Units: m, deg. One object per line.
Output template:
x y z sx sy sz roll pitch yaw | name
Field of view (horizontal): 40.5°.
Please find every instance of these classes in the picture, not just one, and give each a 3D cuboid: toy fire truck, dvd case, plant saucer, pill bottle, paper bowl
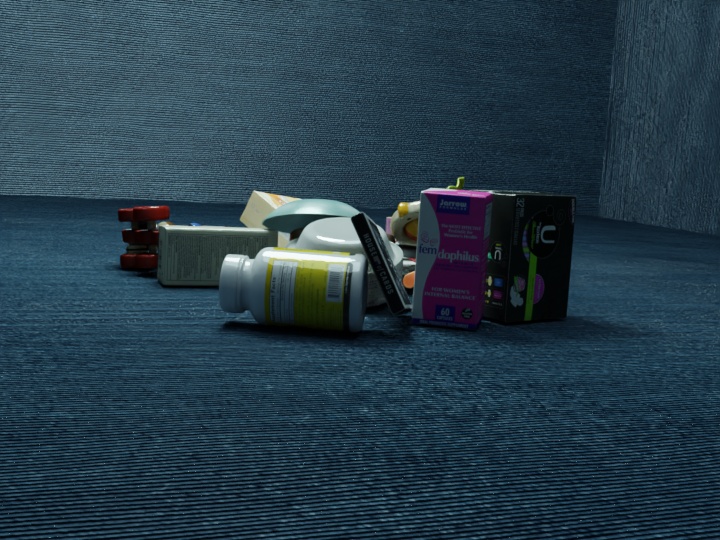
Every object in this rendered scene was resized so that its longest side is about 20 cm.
-0.360 -0.065 1.841 0.167 0.113 0.200 -4 4 -33 | toy fire truck
0.034 -0.006 1.448 0.025 0.151 0.200 -24 -4 6 | dvd case
-0.077 -0.098 1.749 0.200 0.039 0.201 1 -10 0 | plant saucer
-0.092 0.025 1.370 0.199 0.112 0.111 5 8 5 | pill bottle
-0.028 -0.021 1.621 0.199 0.105 0.201 2 21 -1 | paper bowl

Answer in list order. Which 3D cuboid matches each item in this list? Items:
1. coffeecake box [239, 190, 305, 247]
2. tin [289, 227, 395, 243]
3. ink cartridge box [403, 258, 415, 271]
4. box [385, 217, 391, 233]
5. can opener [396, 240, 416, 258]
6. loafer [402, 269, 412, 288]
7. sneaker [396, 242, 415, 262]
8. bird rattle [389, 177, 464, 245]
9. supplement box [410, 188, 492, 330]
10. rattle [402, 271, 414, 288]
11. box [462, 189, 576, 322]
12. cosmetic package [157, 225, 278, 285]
-0.124 -0.086 2.023 0.153 0.073 0.200 39 19 30 | coffeecake box
-0.033 -0.049 1.798 0.199 0.042 0.112 3 -14 -6 | tin
0.007 -0.003 1.885 0.199 0.045 0.176 3 7 -9 | ink cartridge box
0.187 -0.069 2.270 0.199 0.097 0.175 9 9 41 | box
0.153 -0.046 1.960 0.199 0.053 0.066 3 22 -28 | can opener
0.000 0.000 1.756 0.199 0.071 0.068 3 8 -3 | loafer
0.155 -0.049 2.024 0.199 0.116 0.078 4 7 5 | sneaker
0.135 -0.088 1.796 0.162 0.113 0.200 1 -20 -6 | bird rattle
0.139 -0.020 1.478 0.101 0.201 0.103 5 7 13 | supplement box
0.189 -0.020 1.726 0.199 0.143 0.131 10 42 -16 | rattle
0.249 -0.026 1.577 0.148 0.201 0.124 -3 8 -37 | box
-0.252 -0.026 1.715 0.199 0.104 0.087 2 5 -19 | cosmetic package
